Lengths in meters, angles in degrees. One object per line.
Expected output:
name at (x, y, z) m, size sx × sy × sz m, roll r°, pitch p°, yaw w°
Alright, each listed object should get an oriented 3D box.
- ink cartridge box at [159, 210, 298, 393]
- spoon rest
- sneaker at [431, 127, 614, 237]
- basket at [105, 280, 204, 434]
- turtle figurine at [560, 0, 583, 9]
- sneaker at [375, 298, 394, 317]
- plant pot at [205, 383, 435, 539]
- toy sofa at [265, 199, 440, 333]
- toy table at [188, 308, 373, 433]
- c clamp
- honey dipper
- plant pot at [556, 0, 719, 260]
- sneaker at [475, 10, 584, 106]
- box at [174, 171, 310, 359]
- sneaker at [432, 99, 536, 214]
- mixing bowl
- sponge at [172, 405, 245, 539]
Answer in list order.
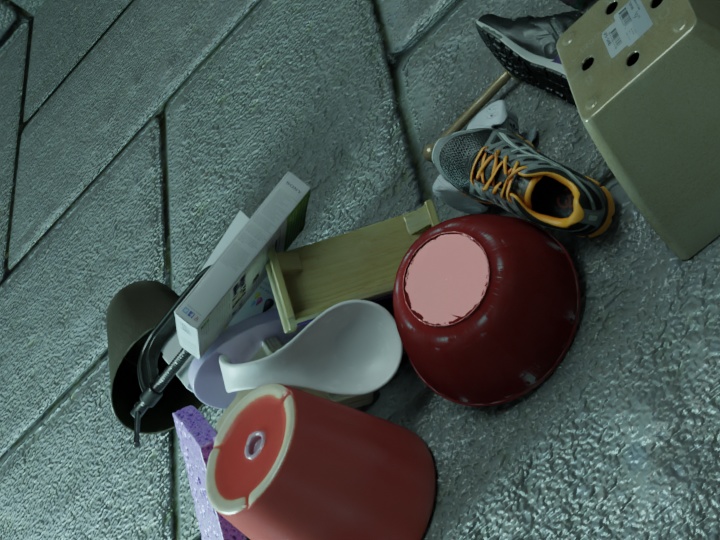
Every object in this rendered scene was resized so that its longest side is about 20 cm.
ink cartridge box at (-0.126, 0.064, 1.793) m, size 0.201 × 0.146 × 0.146 m, roll -56°, pitch 31°, yaw 4°
spoon rest at (-0.052, 0.093, 1.533) m, size 0.197 × 0.101 × 0.061 m, roll -14°, pitch 7°, yaw 5°
sneaker at (0.160, -0.093, 1.482) m, size 0.198 × 0.077 × 0.079 m, roll 22°, pitch 102°, yaw 21°
basket at (-0.281, 0.103, 2.007) m, size 0.181 × 0.136 × 0.200 m, roll -50°, pitch 27°, yaw 5°
turtle figurine at (0.293, -0.374, 1.632) m, size 0.199 × 0.100 × 0.151 m, roll -18°, pitch 48°, yaw 55°
sneaker at (0.030, 0.035, 1.662) m, size 0.075 × 0.079 × 0.201 m, roll 19°, pitch 57°, yaw 21°
plant pot at (-0.050, 0.216, 1.510) m, size 0.200 × 0.176 × 0.202 m, roll -35°, pitch 38°, yaw 32°
toy sofa at (0.000, 0.000, 1.602) m, size 0.098 × 0.197 × 0.084 m, roll 94°, pitch 158°, yaw -75°
toy table at (-0.086, 0.128, 1.666) m, size 0.198 × 0.185 × 0.118 m, roll -24°, pitch 43°, yaw -7°
c clamp at (-0.213, 0.092, 1.733) m, size 0.201 × 0.027 × 0.171 m, roll -53°, pitch 26°, yaw 13°
honey dipper at (0.145, -0.200, 1.752) m, size 0.200 × 0.038 × 0.038 m, roll -47°, pitch 31°, yaw 27°
plant pot at (0.295, -0.172, 1.359) m, size 0.200 × 0.176 × 0.201 m, roll -42°, pitch 34°, yaw 27°
sneaker at (0.217, -0.253, 1.644) m, size 0.088 × 0.076 × 0.199 m, roll -48°, pitch 49°, yaw -6°
box at (-0.129, -0.004, 1.607) m, size 0.201 × 0.036 × 0.145 m, roll -51°, pitch -6°, yaw -16°
sneaker at (0.167, -0.126, 1.605) m, size 0.199 × 0.075 × 0.116 m, roll 1°, pitch 62°, yaw 54°
mixing bowl at (0.106, 0.023, 1.453) m, size 0.198 × 0.108 × 0.203 m, roll -12°, pitch 66°, yaw 27°
sponge at (-0.164, 0.261, 1.651) m, size 0.029 × 0.203 × 0.111 m, roll -18°, pitch 22°, yaw -19°
